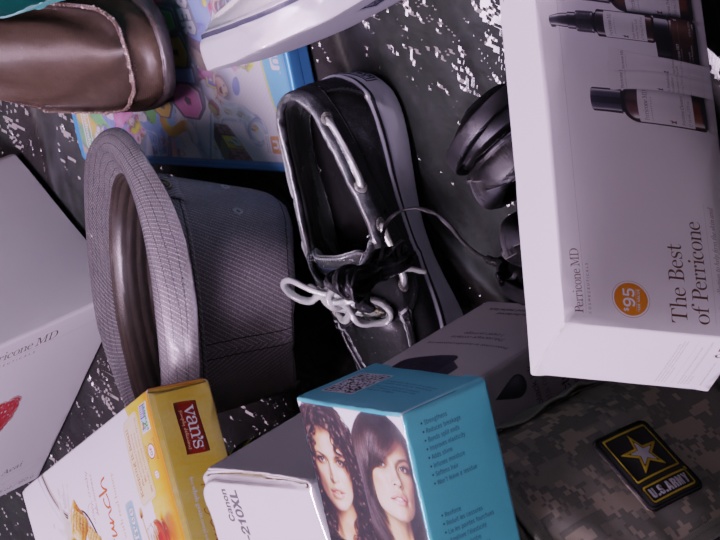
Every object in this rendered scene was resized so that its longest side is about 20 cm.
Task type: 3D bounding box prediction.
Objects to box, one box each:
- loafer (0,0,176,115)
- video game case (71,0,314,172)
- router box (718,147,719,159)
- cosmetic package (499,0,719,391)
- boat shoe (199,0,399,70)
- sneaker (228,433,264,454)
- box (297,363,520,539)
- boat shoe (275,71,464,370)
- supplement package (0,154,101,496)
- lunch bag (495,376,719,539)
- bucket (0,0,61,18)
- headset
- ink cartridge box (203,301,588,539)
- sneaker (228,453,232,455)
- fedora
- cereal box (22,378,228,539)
[{"bbox_3d":[-0.178,-0.115,1.643,0.200,0.071,0.073,4,112,48],"label":"loafer"},{"bbox_3d":[-0.101,-0.126,1.621,0.200,0.018,0.143,5,112,47],"label":"video game case"},{"bbox_3d":[0.238,-0.003,1.265,0.200,0.062,0.150,40,136,28],"label":"router box"},{"bbox_3d":[0.111,-0.049,1.287,0.051,0.083,0.200,113,157,-56],"label":"cosmetic package"},{"bbox_3d":[-0.016,-0.157,1.467,0.200,0.072,0.066,-25,85,49],"label":"boat shoe"},{"bbox_3d":[-0.012,0.125,1.620,0.200,0.074,0.084,-15,118,52],"label":"sneaker"},{"bbox_3d":[0.034,0.145,1.322,0.082,0.049,0.200,5,112,54],"label":"box"},{"bbox_3d":[0.002,0.000,1.515,0.074,0.068,0.199,-3,101,40],"label":"boat shoe"},{"bbox_3d":[-0.247,0.049,1.794,0.120,0.121,0.200,49,139,19],"label":"supplement package"},{"bbox_3d":[0.130,0.145,1.383,0.118,0.164,0.200,-15,97,52],"label":"lunch bag"},{"bbox_3d":[-0.149,-0.234,1.512,0.207,0.135,0.207,18,115,45],"label":"bucket"},{"bbox_3d":[0.077,-0.029,1.409,0.200,0.094,0.124,-20,93,40],"label":"headset"},{"bbox_3d":[0.039,0.121,1.435,0.084,0.200,0.145,2,115,50],"label":"ink cartridge box"},{"bbox_3d":[-0.091,0.144,1.611,0.200,0.078,0.116,3,119,30],"label":"sneaker"},{"bbox_3d":[-0.083,0.009,1.586,0.200,0.090,0.177,-137,42,-68],"label":"fedora"},{"bbox_3d":[-0.111,0.152,1.517,0.200,0.040,0.144,-39,65,59],"label":"cereal box"}]
